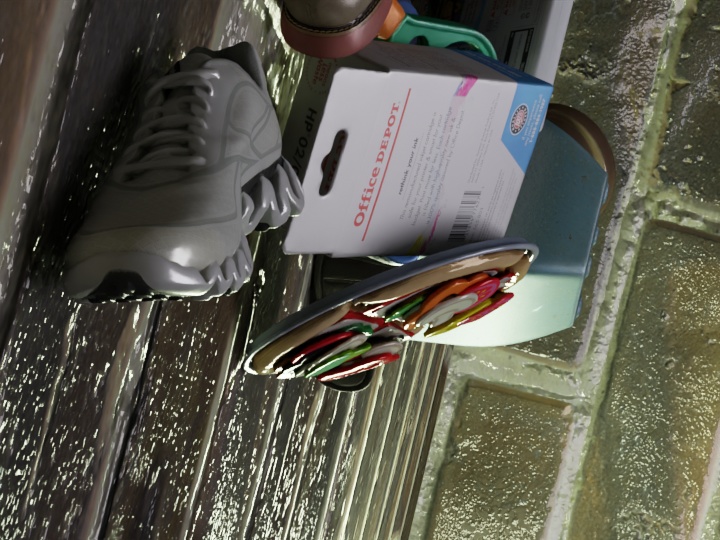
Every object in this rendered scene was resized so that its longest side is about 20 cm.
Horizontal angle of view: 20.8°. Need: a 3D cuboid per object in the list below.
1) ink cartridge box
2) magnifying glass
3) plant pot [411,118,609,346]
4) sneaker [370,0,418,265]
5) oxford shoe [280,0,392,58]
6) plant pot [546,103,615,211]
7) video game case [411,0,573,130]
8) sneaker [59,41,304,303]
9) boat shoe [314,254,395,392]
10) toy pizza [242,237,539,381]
[{"bbox_3d":[0.016,-0.073,1.162,0.199,0.068,0.116,-1,114,-49],"label":"ink cartridge box"},{"bbox_3d":[0.028,-0.140,1.202,0.080,0.022,0.200,-55,139,-5],"label":"magnifying glass"},{"bbox_3d":[0.126,-0.042,1.870,0.197,0.198,0.197,92,13,-62],"label":"plant pot"},{"bbox_3d":[0.020,-0.089,1.289,0.074,0.082,0.201,-26,140,-30],"label":"sneaker"},{"bbox_3d":[0.007,-0.207,1.088,0.075,0.070,0.201,88,15,-48],"label":"oxford shoe"},{"bbox_3d":[0.253,-0.136,2.902,0.174,0.199,0.202,-24,129,-58],"label":"plant pot"},{"bbox_3d":[0.080,-0.184,1.345,0.181,0.024,0.202,-1,-110,53],"label":"video game case"},{"bbox_3d":[-0.073,-0.040,0.781,0.200,0.074,0.082,-65,153,-71],"label":"sneaker"},{"bbox_3d":[0.000,0.000,1.476,0.068,0.071,0.201,-76,-176,-46],"label":"boat shoe"},{"bbox_3d":[0.022,0.032,1.226,0.200,0.199,0.032,65,3,-79],"label":"toy pizza"}]
